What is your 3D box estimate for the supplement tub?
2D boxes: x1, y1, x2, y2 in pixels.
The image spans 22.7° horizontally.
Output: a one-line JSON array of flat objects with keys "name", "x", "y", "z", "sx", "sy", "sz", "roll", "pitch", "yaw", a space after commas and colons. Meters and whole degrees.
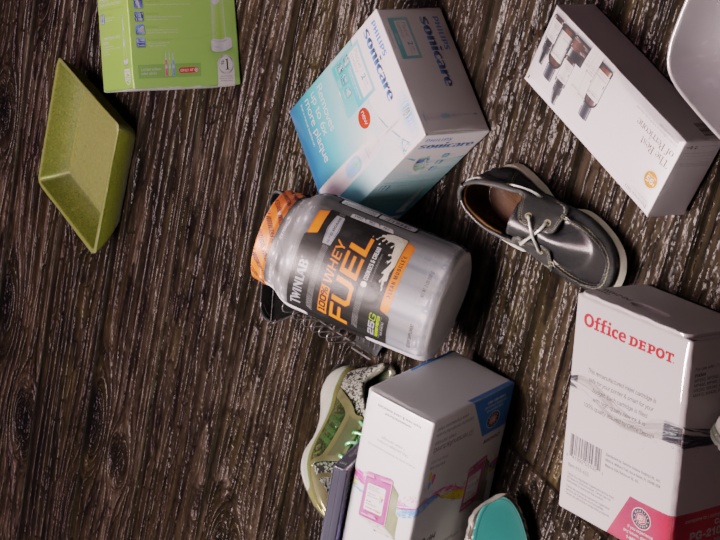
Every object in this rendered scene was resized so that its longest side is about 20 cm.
[{"name": "supplement tub", "x": 0.000, "y": 0.000, "z": 1.775, "sx": 0.199, "sy": 0.123, "sz": 0.123, "roll": 21, "pitch": 119, "yaw": 14}]

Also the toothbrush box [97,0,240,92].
[{"name": "toothbrush box", "x": -0.229, "y": -0.314, "z": 2.118, "sx": 0.086, "sy": 0.145, "sz": 0.201, "roll": 5, "pitch": 101, "yaw": 56}]

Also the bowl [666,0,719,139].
[{"name": "bowl", "x": 0.339, "y": -0.179, "z": 1.354, "sx": 0.200, "sy": 0.074, "sz": 0.201, "roll": 53, "pitch": 137, "yaw": 37}]

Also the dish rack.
[{"name": "dish rack", "x": -0.034, "y": 0.007, "z": 1.963, "sx": 0.200, "sy": 0.054, "sz": 0.154, "roll": 30, "pitch": 120, "yaw": 50}]

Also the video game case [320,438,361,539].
[{"name": "video game case", "x": 0.010, "y": 0.221, "z": 1.823, "sx": 0.019, "sy": 0.200, "sz": 0.144, "roll": 19, "pitch": 115, "yaw": 19}]

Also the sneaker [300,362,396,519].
[{"name": "sneaker", "x": -0.004, "y": 0.174, "z": 1.878, "sx": 0.088, "sy": 0.077, "sz": 0.201, "roll": -31, "pitch": 40, "yaw": 43}]

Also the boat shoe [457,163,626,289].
[{"name": "boat shoe", "x": 0.166, "y": -0.034, "z": 1.646, "sx": 0.200, "sy": 0.067, "sz": 0.072, "roll": 41, "pitch": 126, "yaw": 44}]

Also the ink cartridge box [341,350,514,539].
[{"name": "ink cartridge box", "x": 0.064, "y": 0.199, "z": 1.758, "sx": 0.084, "sy": 0.144, "sz": 0.201, "roll": 27, "pitch": 119, "yaw": 30}]

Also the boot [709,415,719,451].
[{"name": "boot", "x": 0.369, "y": 0.116, "z": 1.380, "sx": 0.200, "sy": 0.067, "sz": 0.131, "roll": 29, "pitch": 114, "yaw": 42}]

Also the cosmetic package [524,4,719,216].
[{"name": "cosmetic package", "x": 0.224, "y": -0.141, "z": 1.554, "sx": 0.200, "sy": 0.050, "sz": 0.083, "roll": 54, "pitch": 137, "yaw": 37}]

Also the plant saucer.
[{"name": "plant saucer", "x": -0.366, "y": -0.158, "z": 2.437, "sx": 0.200, "sy": 0.048, "sz": 0.201, "roll": 47, "pitch": 132, "yaw": 43}]

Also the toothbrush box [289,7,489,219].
[{"name": "toothbrush box", "x": 0.026, "y": -0.152, "z": 1.819, "sx": 0.200, "sy": 0.085, "sz": 0.147, "roll": -42, "pitch": 62, "yaw": 50}]

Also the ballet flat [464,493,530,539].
[{"name": "ballet flat", "x": 0.135, "y": 0.318, "z": 1.757, "sx": 0.072, "sy": 0.071, "sz": 0.201, "roll": -7, "pitch": 89, "yaw": 56}]

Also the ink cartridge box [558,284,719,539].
[{"name": "ink cartridge box", "x": 0.251, "y": 0.126, "z": 1.528, "sx": 0.145, "sy": 0.084, "sz": 0.201, "roll": 25, "pitch": 116, "yaw": 52}]
